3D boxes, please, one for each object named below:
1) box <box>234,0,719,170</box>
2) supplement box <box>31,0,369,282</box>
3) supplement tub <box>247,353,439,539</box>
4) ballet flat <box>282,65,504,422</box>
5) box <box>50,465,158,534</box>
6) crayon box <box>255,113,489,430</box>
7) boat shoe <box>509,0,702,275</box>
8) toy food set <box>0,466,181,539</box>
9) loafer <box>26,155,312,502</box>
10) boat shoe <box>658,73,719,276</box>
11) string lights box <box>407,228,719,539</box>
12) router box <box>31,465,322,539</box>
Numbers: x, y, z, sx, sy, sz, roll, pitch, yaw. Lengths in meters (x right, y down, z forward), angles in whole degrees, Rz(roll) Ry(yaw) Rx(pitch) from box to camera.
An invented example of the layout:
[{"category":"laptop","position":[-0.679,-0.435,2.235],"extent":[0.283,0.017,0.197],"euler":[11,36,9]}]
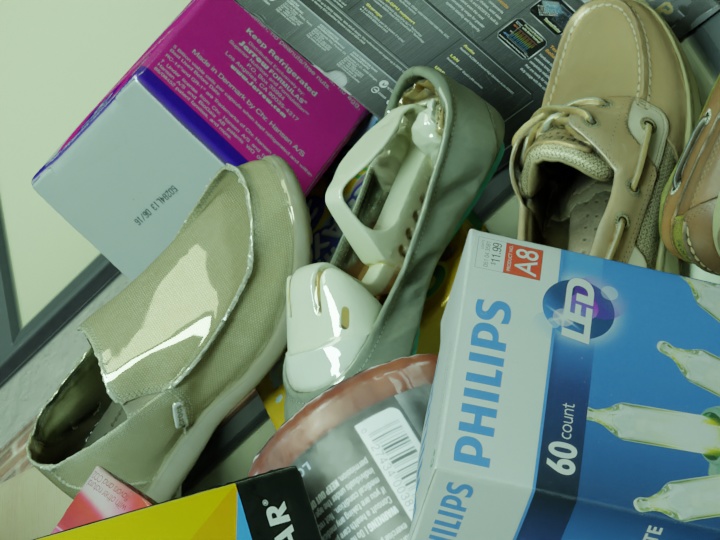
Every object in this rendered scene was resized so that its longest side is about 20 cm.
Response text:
[{"category":"box","position":[0.042,-0.144,1.162],"extent":[0.158,0.200,0.048],"euler":[-37,37,23]},{"category":"supplement box","position":[-0.057,-0.086,1.259],"extent":[0.101,0.103,0.200],"euler":[-40,9,41]},{"category":"supplement tub","position":[0.046,0.133,0.888],"extent":[0.107,0.107,0.200],"euler":[-42,59,16]},{"category":"ballet flat","position":[0.000,0.000,1.100],"extent":[0.067,0.064,0.200],"euler":[-5,54,51]},{"category":"box","position":[-0.055,0.173,1.030],"extent":[0.200,0.095,0.100],"euler":[29,82,47]},{"category":"crayon box","position":[0.009,0.023,1.178],"extent":[0.126,0.052,0.200],"euler":[-46,32,8]},{"category":"boat shoe","position":[0.101,-0.044,1.092],"extent":[0.071,0.064,0.200],"euler":[-24,48,33]},{"category":"toy food set","position":[-0.130,0.162,1.222],"extent":[0.143,0.060,0.200],"euler":[-26,40,19]},{"category":"loafer","position":[-0.087,0.033,1.144],"extent":[0.200,0.068,0.076],"euler":[-61,38,23]},{"category":"boat shoe","position":[0.182,-0.090,1.047],"extent":[0.068,0.072,0.200],"euler":[16,70,56]},{"category":"string lights box","position":[0.122,0.062,0.853],"extent":[0.059,0.199,0.103],"euler":[106,175,-52]},{"category":"router box","position":[-0.061,0.180,0.833],"extent":[0.051,0.149,0.200],"euler":[-34,73,60]}]
